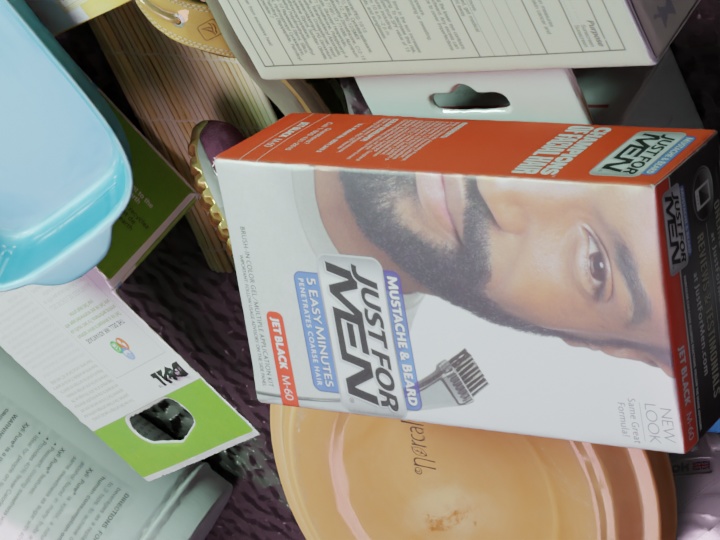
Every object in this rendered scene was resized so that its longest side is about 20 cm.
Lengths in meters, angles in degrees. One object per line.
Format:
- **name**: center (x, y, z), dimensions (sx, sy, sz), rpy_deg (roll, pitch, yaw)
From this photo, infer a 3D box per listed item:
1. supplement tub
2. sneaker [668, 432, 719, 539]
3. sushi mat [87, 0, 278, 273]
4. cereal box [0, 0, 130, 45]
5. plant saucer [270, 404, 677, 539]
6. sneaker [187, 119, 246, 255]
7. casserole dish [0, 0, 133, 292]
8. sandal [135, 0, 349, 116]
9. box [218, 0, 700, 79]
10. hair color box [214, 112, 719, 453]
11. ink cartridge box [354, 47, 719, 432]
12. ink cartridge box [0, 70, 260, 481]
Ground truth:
- **supplement tub**: center (-0.188, 0.118, 1.410), dimensions (0.199, 0.132, 0.132), rpy_deg (35, 146, 4)
- **sneaker**: center (0.151, 0.096, 1.098), dimensions (0.199, 0.076, 0.081), rpy_deg (-25, 91, 19)
- **sushi mat**: center (-0.074, -0.070, 1.195), dimensions (0.095, 0.012, 0.201), rpy_deg (5, 134, 37)
- **cereal box**: center (-0.184, -0.168, 1.144), dimensions (0.199, 0.040, 0.144), rpy_deg (-14, 114, 50)
- **plant saucer**: center (0.043, 0.091, 1.088), dimensions (0.199, 0.032, 0.202), rpy_deg (15, 120, 28)
- **sneaker**: center (0.000, 0.000, 1.164), dimensions (0.201, 0.090, 0.075), rpy_deg (54, 176, -2)
- **casserole dish**: center (-0.185, -0.081, 1.133), dimensions (0.121, 0.039, 0.200), rpy_deg (-33, 107, 25)
- **sandal**: center (-0.068, -0.123, 1.064), dimensions (0.054, 0.081, 0.200), rpy_deg (-23, 124, 16)
- **box**: center (0.034, -0.134, 0.967), dimensions (0.199, 0.078, 0.095), rpy_deg (3, 133, 39)
- **hair color box**: center (0.046, 0.001, 0.981), dimensions (0.199, 0.064, 0.112), rpy_deg (4, 114, 32)
- **ink cartridge box**: center (0.092, -0.028, 1.051), dimensions (0.115, 0.067, 0.201), rpy_deg (3, 133, 39)
- **ink cartridge box**: center (-0.132, 0.004, 1.264), dimensions (0.200, 0.076, 0.148), rpy_deg (46, 149, -11)
